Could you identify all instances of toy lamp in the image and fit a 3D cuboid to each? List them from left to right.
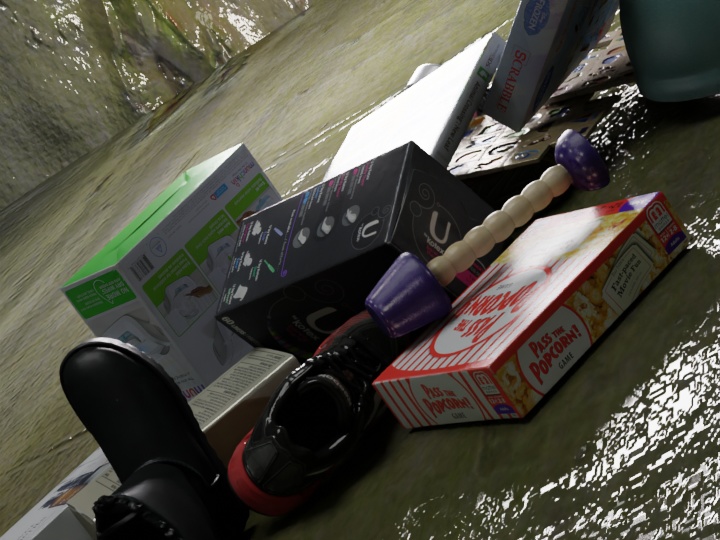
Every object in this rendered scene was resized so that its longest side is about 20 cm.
[{"bbox_3d":[0.091,-0.023,1.465,0.200,0.058,0.058,-36,14,-9],"label":"toy lamp"}]

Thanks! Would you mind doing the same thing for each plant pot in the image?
[{"bbox_3d":[0.298,-0.248,1.672,0.200,0.134,0.200,-25,19,9],"label":"plant pot"}]

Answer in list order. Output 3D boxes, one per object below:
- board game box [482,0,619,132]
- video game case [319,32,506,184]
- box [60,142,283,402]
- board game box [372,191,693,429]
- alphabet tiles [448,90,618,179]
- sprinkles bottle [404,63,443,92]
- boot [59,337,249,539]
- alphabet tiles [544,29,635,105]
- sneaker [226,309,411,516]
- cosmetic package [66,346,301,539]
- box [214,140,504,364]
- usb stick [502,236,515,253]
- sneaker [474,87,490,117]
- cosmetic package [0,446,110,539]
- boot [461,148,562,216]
[{"bbox_3d":[0.190,-0.248,1.741,0.200,0.041,0.200,-48,-18,-45],"label":"board game box"},{"bbox_3d":[0.031,-0.107,1.752,0.200,0.022,0.182,-31,23,42],"label":"video game case"},{"bbox_3d":[-0.133,0.018,1.791,0.097,0.177,0.200,-20,21,45],"label":"box"},{"bbox_3d":[0.121,0.030,1.425,0.200,0.046,0.151,-44,16,-29],"label":"board game box"},{"bbox_3d":[0.121,-0.113,1.752,0.200,0.006,0.166,-12,20,28],"label":"alphabet tiles"},{"bbox_3d":[0.039,-0.096,1.868,0.068,0.068,0.200,-11,46,59],"label":"sprinkles bottle"},{"bbox_3d":[-0.153,0.148,1.400,0.073,0.198,0.162,-35,7,15],"label":"boot"},{"bbox_3d":[0.236,-0.197,1.855,0.167,0.008,0.200,-13,18,24],"label":"alphabet tiles"},{"bbox_3d":[-0.016,0.090,1.463,0.200,0.071,0.098,-48,-4,-35],"label":"sneaker"},{"bbox_3d":[-0.121,0.150,1.553,0.200,0.071,0.105,-39,14,-13],"label":"cosmetic package"},{"bbox_3d":[0.000,0.000,1.593,0.200,0.122,0.106,-24,41,40],"label":"box"},{"bbox_3d":[0.048,0.017,1.665,0.200,0.033,0.055,-23,21,41],"label":"usb stick"},{"bbox_3d":[0.105,-0.147,1.953,0.200,0.084,0.077,-37,12,-3],"label":"sneaker"},{"bbox_3d":[-0.243,0.213,1.647,0.200,0.052,0.151,-43,6,-27],"label":"cosmetic package"},{"bbox_3d":[0.107,-0.080,1.790,0.175,0.066,0.200,-20,18,10],"label":"boot"}]
